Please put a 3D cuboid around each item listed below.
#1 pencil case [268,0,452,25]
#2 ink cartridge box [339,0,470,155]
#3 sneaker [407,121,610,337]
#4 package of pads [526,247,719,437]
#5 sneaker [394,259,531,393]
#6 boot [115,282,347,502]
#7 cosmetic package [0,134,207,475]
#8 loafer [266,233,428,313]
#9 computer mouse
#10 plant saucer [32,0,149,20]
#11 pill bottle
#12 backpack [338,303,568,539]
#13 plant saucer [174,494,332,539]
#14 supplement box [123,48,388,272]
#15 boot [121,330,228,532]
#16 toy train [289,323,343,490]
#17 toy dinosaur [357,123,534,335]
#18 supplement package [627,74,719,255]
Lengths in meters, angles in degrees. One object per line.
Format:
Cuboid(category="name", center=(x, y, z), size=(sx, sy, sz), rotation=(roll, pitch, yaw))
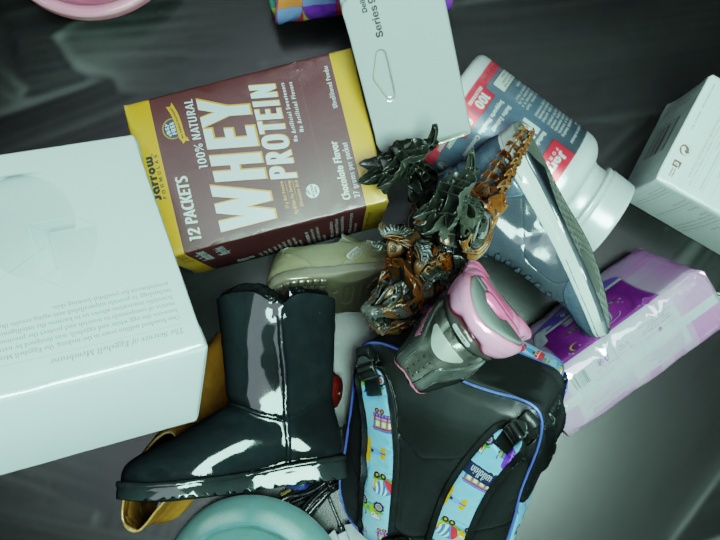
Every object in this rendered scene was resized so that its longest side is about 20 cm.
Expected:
Cuboid(category="pencil case", center=(0.002, -0.296, 0.913), size=(0.196, 0.088, 0.090), rotation=(-6, 86, 1))
Cuboid(category="ink cartridge box", center=(0.033, -0.214, 0.798), size=(0.083, 0.201, 0.148), rotation=(-14, 125, 6))
Cuboid(category="sneaker", center=(0.130, -0.011, 0.825), size=(0.145, 0.077, 0.205), rotation=(-28, 94, 22))
Cuboid(category="package of pads", center=(0.238, 0.065, 0.874), size=(0.199, 0.120, 0.076), rotation=(-35, 106, -4))
Cuboid(category="sneaker", center=(0.073, 0.050, 0.686), size=(0.095, 0.200, 0.079), rotation=(-42, 80, 11))
Cuboid(category="boot", center=(-0.110, 0.101, 0.762), size=(0.196, 0.076, 0.171), rotation=(-5, 78, -13))
Cuboid(category="cosmetic package", center=(-0.239, 0.027, 0.675), size=(0.196, 0.124, 0.202), rotation=(-12, 58, -22))
Cuboid(category="loafer", center=(0.000, 0.000, 0.888), size=(0.196, 0.076, 0.069), rotation=(-1, 46, -21))
Cuboid(category="computer mouse", center=(-0.003, 0.290, 0.892), size=(0.108, 0.044, 0.203), rotation=(-26, 87, -4))
Cuboid(category="plant saucer", center=(-0.273, -0.352, 0.929), size=(0.196, 0.051, 0.205), rotation=(0, 86, -2))
Cuboid(category="pill bottle", center=(0.162, -0.105, 0.888), size=(0.199, 0.120, 0.120), rotation=(36, 86, 1))
Cuboid(category="backpack", center=(0.075, 0.157, 0.790), size=(0.180, 0.134, 0.203), rotation=(20, 115, 20))
Cuboid(category="plant saucer", center=(-0.106, 0.322, 0.875), size=(0.196, 0.027, 0.204), rotation=(0, 88, 11))
Cuboid(category="supplement box", center=(-0.088, -0.091, 0.841), size=(0.196, 0.197, 0.135), rotation=(-14, 87, -2))
Cuboid(category="boot", center=(-0.153, 0.142, 0.846), size=(0.070, 0.144, 0.204), rotation=(22, 86, 6))
Cuboid(category="toy train", center=(-0.068, 0.105, 0.860), size=(0.083, 0.116, 0.204), rotation=(8, 83, 15))
Cuboid(category="toy dinosaur", center=(0.066, -0.042, 0.742), size=(0.101, 0.136, 0.202), rotation=(13, 67, 32))
Cuboid(category="supplement package", center=(0.383, -0.081, 0.894), size=(0.198, 0.117, 0.119), rotation=(30, 85, 0))
